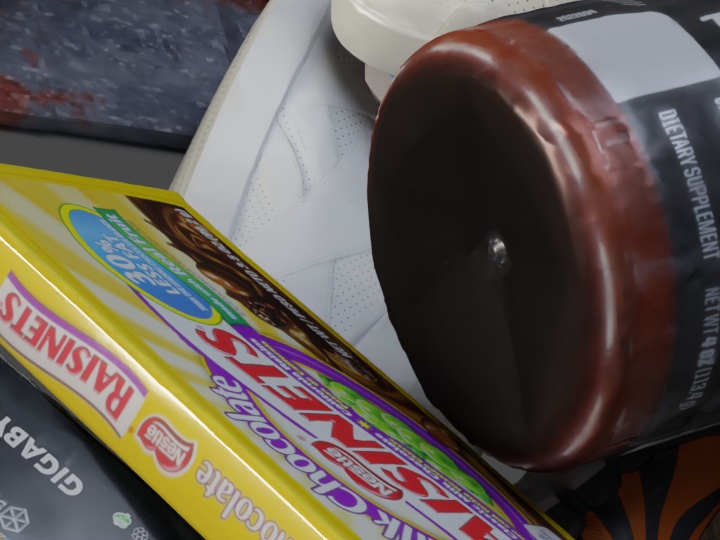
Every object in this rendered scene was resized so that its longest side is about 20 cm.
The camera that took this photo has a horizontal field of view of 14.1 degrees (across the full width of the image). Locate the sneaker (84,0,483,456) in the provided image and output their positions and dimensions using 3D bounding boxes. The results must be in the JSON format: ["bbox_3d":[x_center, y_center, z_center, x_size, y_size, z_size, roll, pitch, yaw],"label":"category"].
[{"bbox_3d":[0.000,0.000,0.819,0.115,0.074,0.200,23,46,-8],"label":"sneaker"}]

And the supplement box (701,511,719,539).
[{"bbox_3d":[0.146,0.035,0.828,0.086,0.110,0.200,9,40,-23],"label":"supplement box"}]

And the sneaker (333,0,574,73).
[{"bbox_3d":[0.092,-0.108,0.789,0.200,0.116,0.074,-1,45,-2],"label":"sneaker"}]

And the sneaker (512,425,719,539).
[{"bbox_3d":[0.055,0.116,0.713,0.112,0.078,0.200,42,49,13],"label":"sneaker"}]

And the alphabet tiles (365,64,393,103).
[{"bbox_3d":[0.068,-0.077,0.996,0.200,0.015,0.196,-8,49,-38],"label":"alphabet tiles"}]

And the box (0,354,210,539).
[{"bbox_3d":[-0.065,0.129,0.593,0.200,0.046,0.159,39,58,16],"label":"box"}]

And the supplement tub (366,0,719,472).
[{"bbox_3d":[0.108,-0.025,0.709,0.200,0.107,0.107,-16,53,-29],"label":"supplement tub"}]

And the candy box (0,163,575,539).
[{"bbox_3d":[-0.013,0.040,0.657,0.200,0.026,0.102,40,19,29],"label":"candy box"}]
